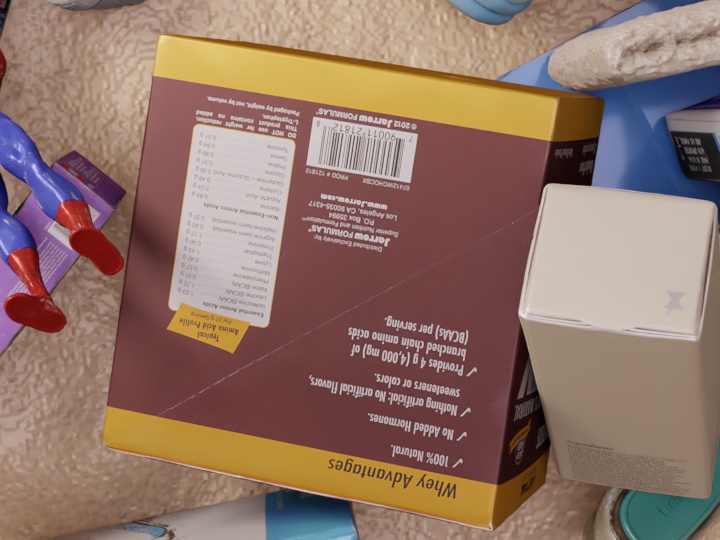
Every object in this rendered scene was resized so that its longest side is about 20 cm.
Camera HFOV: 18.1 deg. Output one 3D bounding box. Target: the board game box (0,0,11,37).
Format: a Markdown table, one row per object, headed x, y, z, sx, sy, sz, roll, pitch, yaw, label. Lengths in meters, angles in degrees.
| x | y | z | sx | sy | sz | roll | pitch | yaw | label |
| --- | --- | --- | --- | --- | --- | --- | --- | --- | --- |
| -0.262 | -0.117 | 1.145 | 0.200 | 0.062 | 0.200 | 31 | 92 | -4 | board game box |

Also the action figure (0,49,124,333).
| x | y | z | sx | sy | sz | roll | pitch | yaw | label |
| --- | --- | --- | --- | --- | --- | --- | --- | --- | --- |
| -0.186 | -0.067 | 1.029 | 0.065 | 0.200 | 0.099 | -43 | 135 | 8 | action figure |

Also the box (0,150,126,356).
| x | y | z | sx | sy | sz | roll | pitch | yaw | label |
| --- | --- | --- | --- | --- | --- | --- | --- | --- | --- |
| -0.194 | 0.031 | 1.121 | 0.039 | 0.137 | 0.200 | 38 | 92 | -6 | box |

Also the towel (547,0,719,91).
| x | y | z | sx | sy | sz | roll | pitch | yaw | label |
| --- | --- | --- | --- | --- | --- | --- | --- | --- | --- |
| 0.198 | -0.122 | 1.098 | 0.199 | 0.133 | 0.035 | -13 | 93 | -6 | towel |

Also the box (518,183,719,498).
| x | y | z | sx | sy | sz | roll | pitch | yaw | label |
| --- | --- | --- | --- | --- | --- | --- | --- | --- | --- |
| 0.125 | 0.037 | 1.044 | 0.082 | 0.200 | 0.069 | 7 | 66 | 12 | box |

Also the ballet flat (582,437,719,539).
| x | y | z | sx | sy | sz | roll | pitch | yaw | label |
| --- | --- | --- | --- | --- | --- | --- | --- | --- | --- |
| 0.189 | 0.086 | 1.175 | 0.200 | 0.062 | 0.068 | -34 | 86 | -22 | ballet flat |

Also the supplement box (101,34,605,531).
| x | y | z | sx | sy | sz | roll | pitch | yaw | label |
| --- | --- | --- | --- | --- | --- | --- | --- | --- | --- |
| 0.000 | 0.000 | 1.100 | 0.197 | 0.133 | 0.201 | 10 | 97 | 14 | supplement box |

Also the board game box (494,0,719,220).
| x | y | z | sx | sy | sz | roll | pitch | yaw | label |
| --- | --- | --- | --- | --- | --- | --- | --- | --- | --- |
| 0.154 | -0.054 | 1.179 | 0.200 | 0.039 | 0.158 | -29 | 91 | -6 | board game box |

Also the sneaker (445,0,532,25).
| x | y | z | sx | sy | sz | roll | pitch | yaw | label |
| --- | --- | --- | --- | --- | --- | --- | --- | --- | --- |
| 0.055 | -0.216 | 1.144 | 0.079 | 0.131 | 0.201 | 9 | 56 | -37 | sneaker |

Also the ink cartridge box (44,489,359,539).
| x | y | z | sx | sy | sz | roll | pitch | yaw | label |
| --- | --- | --- | --- | --- | --- | --- | --- | --- | --- |
| -0.088 | 0.204 | 1.133 | 0.199 | 0.146 | 0.147 | -11 | 95 | -1 | ink cartridge box |

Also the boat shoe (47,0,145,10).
| x | y | z | sx | sy | sz | roll | pitch | yaw | label |
| --- | --- | --- | --- | --- | --- | --- | --- | --- | --- |
| -0.114 | -0.229 | 1.136 | 0.070 | 0.071 | 0.201 | 24 | 106 | 37 | boat shoe |

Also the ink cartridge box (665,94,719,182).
| x | y | z | sx | sy | sz | roll | pitch | yaw | label |
| --- | --- | --- | --- | --- | --- | --- | --- | --- | --- |
| 0.267 | -0.091 | 1.071 | 0.199 | 0.198 | 0.044 | -22 | 97 | -7 | ink cartridge box |
